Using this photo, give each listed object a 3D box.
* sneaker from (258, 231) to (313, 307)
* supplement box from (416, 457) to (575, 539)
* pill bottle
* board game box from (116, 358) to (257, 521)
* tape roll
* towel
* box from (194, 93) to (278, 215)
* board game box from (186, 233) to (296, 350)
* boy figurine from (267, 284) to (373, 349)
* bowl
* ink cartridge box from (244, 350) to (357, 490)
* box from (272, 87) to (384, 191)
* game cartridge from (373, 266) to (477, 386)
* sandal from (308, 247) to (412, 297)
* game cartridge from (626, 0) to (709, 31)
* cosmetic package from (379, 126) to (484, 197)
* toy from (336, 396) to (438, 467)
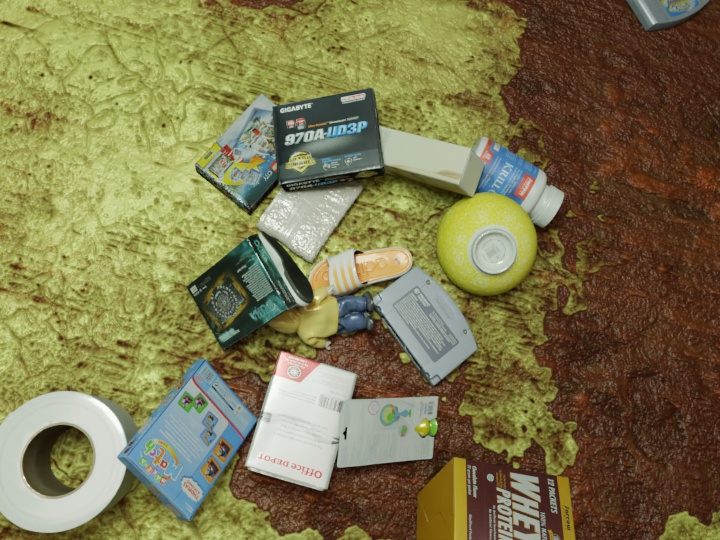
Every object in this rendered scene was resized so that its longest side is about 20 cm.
[{"bbox_3d":[-0.167,0.029,1.104,0.121,0.083,0.200,-48,44,8],"label":"sneaker"},{"bbox_3d":[0.215,0.421,1.032,0.198,0.198,0.134,12,52,-8],"label":"supplement box"},{"bbox_3d":[0.301,-0.172,1.253,0.199,0.112,0.113,29,73,-2],"label":"pill bottle"},{"bbox_3d":[-0.271,0.270,1.011,0.152,0.036,0.201,55,43,-21],"label":"board game box"},{"bbox_3d":[-0.459,0.297,0.989,0.200,0.139,0.205,2,77,-10],"label":"tape roll"},{"bbox_3d":[-0.094,-0.127,1.212,0.132,0.034,0.201,33,73,0],"label":"towel"},{"bbox_3d":[-0.203,-0.227,1.214,0.136,0.038,0.201,39,73,0],"label":"box"},{"bbox_3d":[-0.208,0.043,1.072,0.028,0.199,0.136,-29,88,-52],"label":"board game box"},{"bbox_3d":[-0.075,0.088,1.141,0.197,0.064,0.126,-6,111,-11],"label":"boy figurine"},{"bbox_3d":[0.242,-0.042,1.174,0.197,0.108,0.203,1,100,3],"label":"bowl"},{"bbox_3d":[-0.103,0.261,1.090,0.145,0.083,0.202,18,74,-5],"label":"ink cartridge box"},{"bbox_3d":[-0.060,-0.243,1.170,0.197,0.046,0.161,-8,78,8],"label":"box"},{"bbox_3d":[0.127,0.100,1.196,0.133,0.042,0.201,-34,84,-20],"label":"game cartridge"},{"bbox_3d":[-0.002,-0.008,1.174,0.204,0.059,0.080,-17,77,-3],"label":"sandal"},{"bbox_3d":[0.737,-0.651,1.490,0.199,0.040,0.134,-28,86,-15],"label":"game cartridge"},{"bbox_3d":[0.123,-0.207,1.186,0.198,0.105,0.072,21,92,28],"label":"cosmetic package"},{"bbox_3d":[0.045,0.280,1.112,0.198,0.047,0.117,5,92,-27],"label":"toy"}]
